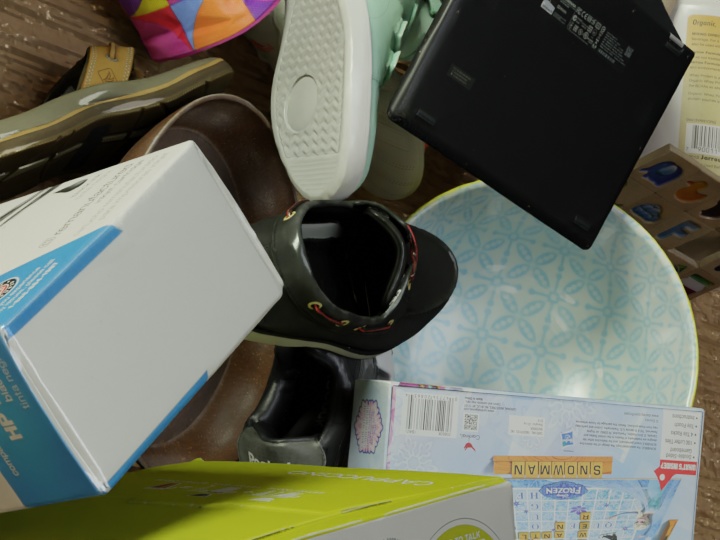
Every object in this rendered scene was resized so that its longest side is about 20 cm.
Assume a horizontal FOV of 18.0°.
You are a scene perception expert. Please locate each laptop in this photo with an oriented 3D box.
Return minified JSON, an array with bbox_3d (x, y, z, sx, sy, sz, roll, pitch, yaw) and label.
[{"bbox_3d":[0.084,-0.148,1.247,0.187,0.116,0.200,30,87,-44],"label":"laptop"}]

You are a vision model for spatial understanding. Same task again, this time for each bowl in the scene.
[{"bbox_3d":[0.084,0.055,1.311,0.200,0.108,0.201,2,77,-10],"label":"bowl"}]

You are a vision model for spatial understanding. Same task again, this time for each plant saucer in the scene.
[{"bbox_3d":[-0.089,0.010,1.151,0.200,0.034,0.201,5,90,-66],"label":"plant saucer"}]

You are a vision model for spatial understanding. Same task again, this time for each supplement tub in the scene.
[{"bbox_3d":[0.216,-0.100,1.496,0.144,0.144,0.200,29,60,-43],"label":"supplement tub"}]

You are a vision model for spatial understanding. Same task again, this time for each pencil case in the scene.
[{"bbox_3d":[-0.116,-0.207,1.171,0.088,0.088,0.200,-48,119,-45],"label":"pencil case"}]

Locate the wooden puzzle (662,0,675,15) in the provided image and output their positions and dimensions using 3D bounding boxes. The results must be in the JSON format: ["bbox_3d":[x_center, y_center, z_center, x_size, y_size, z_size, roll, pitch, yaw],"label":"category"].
[{"bbox_3d":[0.104,-0.175,1.357,0.200,0.046,0.185,43,52,-18],"label":"wooden puzzle"}]

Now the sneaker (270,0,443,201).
[{"bbox_3d":[0.018,-0.116,1.210,0.118,0.074,0.201,19,57,-33],"label":"sneaker"}]

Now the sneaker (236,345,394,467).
[{"bbox_3d":[-0.032,0.117,1.188,0.090,0.066,0.200,25,69,-61],"label":"sneaker"}]

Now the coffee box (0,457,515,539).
[{"bbox_3d":[-0.061,0.195,0.997,0.200,0.199,0.198,-9,96,-50],"label":"coffee box"}]

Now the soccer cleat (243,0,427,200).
[{"bbox_3d":[-0.029,-0.125,1.273,0.078,0.069,0.200,-30,98,-44],"label":"soccer cleat"}]

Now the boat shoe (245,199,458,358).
[{"bbox_3d":[0.001,0.003,1.162,0.201,0.063,0.074,2,71,-59],"label":"boat shoe"}]

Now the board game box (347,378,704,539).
[{"bbox_3d":[0.083,0.163,1.192,0.200,0.041,0.200,7,87,-28],"label":"board game box"}]

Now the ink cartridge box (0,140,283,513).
[{"bbox_3d":[-0.155,0.035,0.971,0.086,0.200,0.146,60,42,-19],"label":"ink cartridge box"}]

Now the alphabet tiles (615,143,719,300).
[{"bbox_3d":[0.157,-0.019,1.391,0.200,0.167,0.008,26,47,-44],"label":"alphabet tiles"}]

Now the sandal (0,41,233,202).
[{"bbox_3d":[-0.139,-0.081,1.130,0.200,0.080,0.054,-20,73,-46],"label":"sandal"}]
